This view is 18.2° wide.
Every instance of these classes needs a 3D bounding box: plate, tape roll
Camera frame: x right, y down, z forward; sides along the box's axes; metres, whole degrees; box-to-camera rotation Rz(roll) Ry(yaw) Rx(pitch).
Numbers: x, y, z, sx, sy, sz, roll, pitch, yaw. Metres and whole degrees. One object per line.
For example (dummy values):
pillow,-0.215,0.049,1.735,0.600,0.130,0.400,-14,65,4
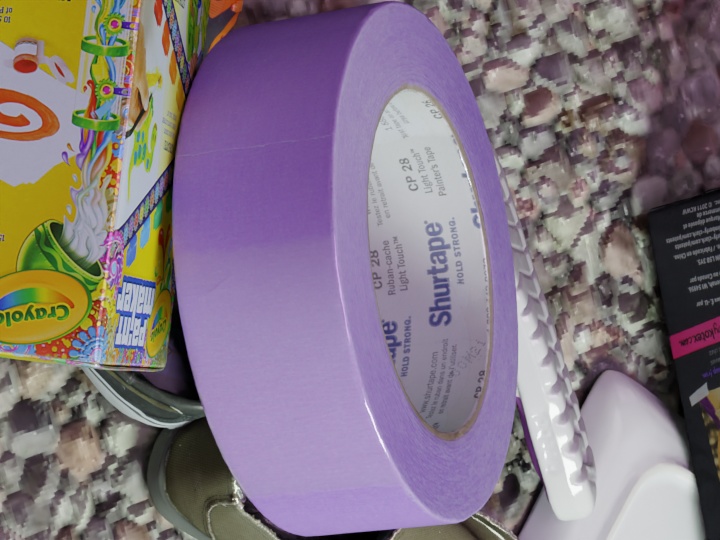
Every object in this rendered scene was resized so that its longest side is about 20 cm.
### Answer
plate,0.150,0.180,1.072,0.200,0.032,0.200,35,75,-24
tape roll,0.000,0.000,0.869,0.200,0.065,0.201,-6,90,-69

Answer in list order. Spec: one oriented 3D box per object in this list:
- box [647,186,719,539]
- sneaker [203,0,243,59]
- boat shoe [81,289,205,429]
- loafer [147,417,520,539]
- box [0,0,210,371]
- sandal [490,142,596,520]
box,0.226,0.054,1.046,0.122,0.106,0.201,-8,86,-33
sneaker,-0.052,-0.127,0.931,0.112,0.078,0.201,-2,92,-27
boat shoe,-0.121,-0.016,0.904,0.200,0.057,0.069,47,70,-16
loafer,0.003,0.120,0.969,0.199,0.070,0.075,24,80,-25
box,-0.165,-0.071,0.799,0.199,0.122,0.194,7,88,6
sandal,0.056,0.021,1.003,0.050,0.082,0.203,-18,96,10
